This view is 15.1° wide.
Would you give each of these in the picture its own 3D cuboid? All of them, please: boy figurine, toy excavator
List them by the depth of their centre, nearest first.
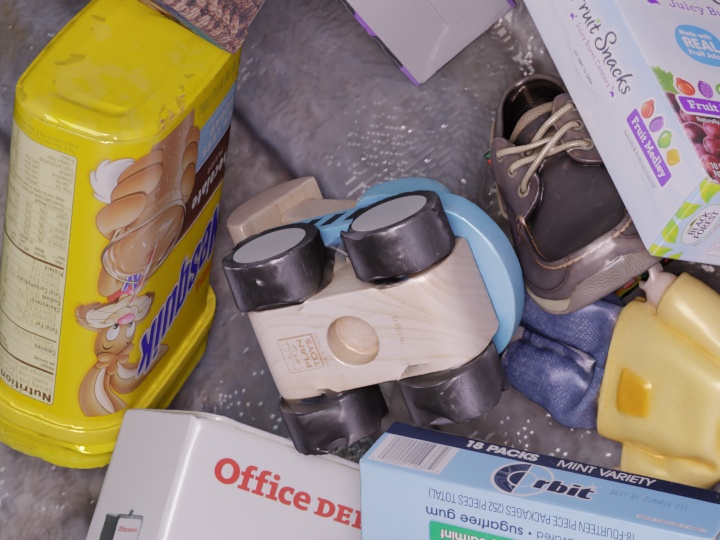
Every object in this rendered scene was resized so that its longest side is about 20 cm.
[{"bbox_3d":[0.142,0.062,1.298,0.200,0.064,0.125,27,110,26],"label":"boy figurine"},{"bbox_3d":[0.000,0.000,1.304,0.194,0.200,0.100,-13,109,28],"label":"toy excavator"}]

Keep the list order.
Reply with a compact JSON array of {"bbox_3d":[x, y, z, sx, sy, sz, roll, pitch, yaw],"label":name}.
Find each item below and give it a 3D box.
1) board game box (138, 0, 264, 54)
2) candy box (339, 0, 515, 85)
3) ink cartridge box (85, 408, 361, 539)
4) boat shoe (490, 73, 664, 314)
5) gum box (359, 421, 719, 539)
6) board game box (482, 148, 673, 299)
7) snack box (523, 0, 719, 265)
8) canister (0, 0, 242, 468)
[{"bbox_3d":[-0.110,-0.225,1.275,0.200,0.097,0.160,31,89,26],"label":"board game box"},{"bbox_3d":[-0.024,-0.211,1.385,0.072,0.168,0.200,-39,65,5],"label":"candy box"},{"bbox_3d":[-0.064,0.179,1.299,0.083,0.146,0.200,2,72,59],"label":"ink cartridge box"},{"bbox_3d":[0.090,-0.040,1.262,0.074,0.200,0.073,-33,107,5],"label":"boat shoe"},{"bbox_3d":[0.085,0.181,1.243,0.170,0.045,0.200,11,119,23],"label":"gum box"},{"bbox_3d":[0.168,-0.078,1.356,0.200,0.023,0.105,-38,64,7],"label":"board game box"},{"bbox_3d":[0.161,-0.088,1.248,0.053,0.142,0.200,-53,44,34],"label":"snack box"},{"bbox_3d":[-0.120,-0.024,1.328,0.086,0.200,0.149,20,39,12],"label":"canister"}]
